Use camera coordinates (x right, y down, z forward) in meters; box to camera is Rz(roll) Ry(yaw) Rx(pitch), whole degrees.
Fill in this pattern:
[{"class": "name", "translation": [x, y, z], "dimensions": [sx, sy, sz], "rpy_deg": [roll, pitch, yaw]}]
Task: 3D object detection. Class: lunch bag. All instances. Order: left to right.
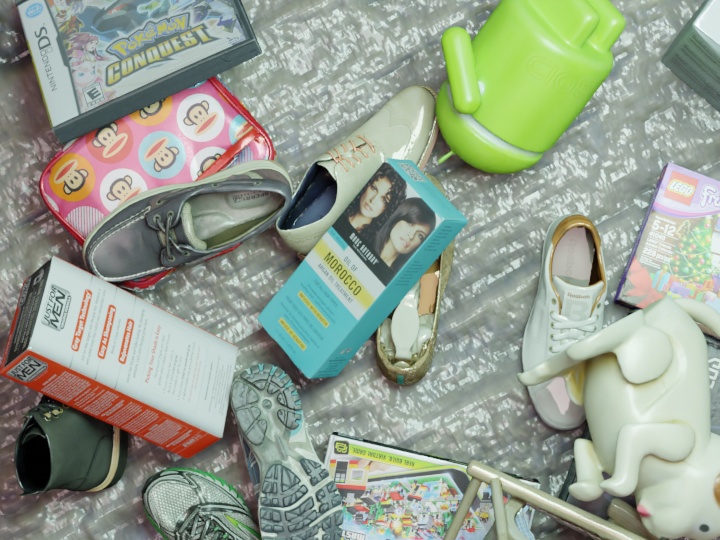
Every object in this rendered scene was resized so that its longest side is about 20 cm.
[{"class": "lunch bag", "translation": [-0.178, -0.082, 1.598], "dimensions": [0.200, 0.082, 0.176], "rpy_deg": [-44, 92, 1]}]

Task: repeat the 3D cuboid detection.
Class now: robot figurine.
[{"class": "robot figurine", "translation": [0.146, -0.171, 1.543], "dimensions": [0.116, 0.175, 0.200], "rpy_deg": [52, 122, 25]}]

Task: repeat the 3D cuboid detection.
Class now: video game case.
[{"class": "video game case", "translation": [-0.207, -0.223, 1.578], "dimensions": [0.199, 0.026, 0.181], "rpy_deg": [-24, 52, 2]}]

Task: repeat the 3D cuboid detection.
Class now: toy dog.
[{"class": "toy dog", "translation": [0.255, 0.137, 1.471], "dimensions": [0.193, 0.139, 0.201], "rpy_deg": [-23, 84, -34]}]

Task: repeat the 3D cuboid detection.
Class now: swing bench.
[{"class": "swing bench", "translation": [0.158, 0.297, 1.500], "dimensions": [0.199, 0.130, 0.199], "rpy_deg": [15, 122, -11]}]

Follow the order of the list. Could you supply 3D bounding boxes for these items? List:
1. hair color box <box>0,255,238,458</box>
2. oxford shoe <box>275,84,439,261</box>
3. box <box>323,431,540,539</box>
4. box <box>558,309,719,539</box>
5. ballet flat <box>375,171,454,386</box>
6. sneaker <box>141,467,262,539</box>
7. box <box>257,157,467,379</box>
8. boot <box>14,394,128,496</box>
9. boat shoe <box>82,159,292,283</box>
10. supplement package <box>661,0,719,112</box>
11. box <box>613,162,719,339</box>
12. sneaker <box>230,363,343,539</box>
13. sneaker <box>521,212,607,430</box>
[{"class": "hair color box", "translation": [-0.212, 0.079, 1.537], "dimensions": [0.200, 0.061, 0.102], "rpy_deg": [29, 50, -26]}, {"class": "oxford shoe", "translation": [0.000, -0.093, 1.581], "dimensions": [0.071, 0.074, 0.200], "rpy_deg": [36, 89, 31]}, {"class": "box", "translation": [0.058, 0.226, 1.598], "dimensions": [0.199, 0.035, 0.111], "rpy_deg": [12, 89, 3]}, {"class": "box", "translation": [0.288, 0.156, 1.565], "dimensions": [0.163, 0.086, 0.201], "rpy_deg": [22, 89, 4]}, {"class": "ballet flat", "translation": [0.050, 0.007, 1.589], "dimensions": [0.070, 0.065, 0.201], "rpy_deg": [2, 88, 4]}, {"class": "sneaker", "translation": [-0.118, 0.254, 1.579], "dimensions": [0.200, 0.085, 0.078], "rpy_deg": [39, 90, 4]}, {"class": "box", "translation": [0.000, 0.000, 1.550], "dimensions": [0.082, 0.049, 0.200], "rpy_deg": [48, 112, 21]}, {"class": "boot", "translation": [-0.265, 0.103, 1.557], "dimensions": [0.077, 0.138, 0.201], "rpy_deg": [-9, 87, 19]}, {"class": "boat shoe", "translation": [-0.153, -0.041, 1.528], "dimensions": [0.199, 0.065, 0.072], "rpy_deg": [-20, 104, -3]}, {"class": "supplement package", "translation": [0.389, -0.226, 1.515], "dimensions": [0.147, 0.200, 0.191], "rpy_deg": [40, 90, 3]}, {"class": "box", "translation": [0.350, 0.000, 1.588], "dimensions": [0.199, 0.039, 0.137], "rpy_deg": [21, 86, 3]}, {"class": "sneaker", "translation": [-0.066, 0.185, 1.579], "dimensions": [0.077, 0.086, 0.201], "rpy_deg": [-12, 83, -8]}, {"class": "sneaker", "translation": [0.186, 0.047, 1.574], "dimensions": [0.072, 0.085, 0.201], "rpy_deg": [1, 90, 1]}]
